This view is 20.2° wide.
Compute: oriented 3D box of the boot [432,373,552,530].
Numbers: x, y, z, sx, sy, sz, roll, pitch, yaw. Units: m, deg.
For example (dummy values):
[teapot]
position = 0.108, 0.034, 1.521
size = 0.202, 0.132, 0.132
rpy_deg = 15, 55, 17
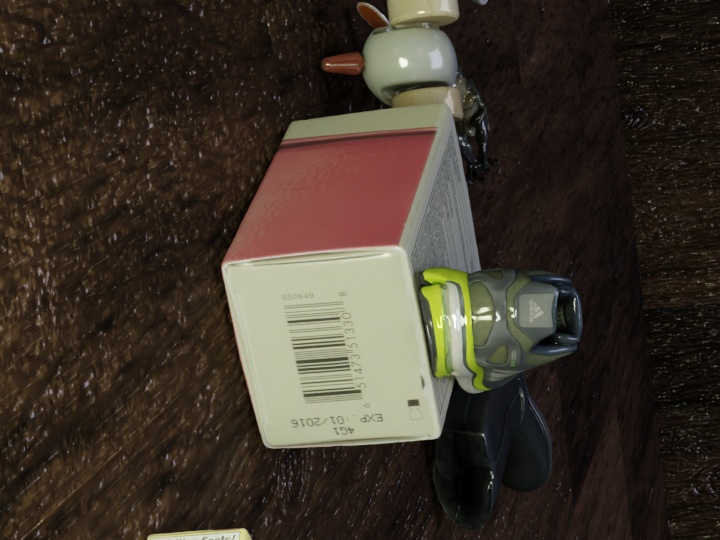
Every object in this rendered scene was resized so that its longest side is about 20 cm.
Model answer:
[boot]
position = 0.112, 0.157, 1.696
size = 0.200, 0.066, 0.165
rpy_deg = -72, 144, -65

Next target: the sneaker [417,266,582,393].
[sneaker]
position = 0.091, 0.034, 1.172
size = 0.200, 0.081, 0.074
rpy_deg = 4, 82, -76

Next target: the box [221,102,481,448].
[box]
position = 0.000, 0.000, 1.215
size = 0.200, 0.109, 0.128
rpy_deg = -70, 152, -61

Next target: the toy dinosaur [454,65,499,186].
[toy dinosaur]
position = 0.098, -0.124, 1.801
size = 0.200, 0.047, 0.088
rpy_deg = 47, 33, -73

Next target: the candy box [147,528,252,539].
[candy box]
position = -0.073, 0.234, 0.939
size = 0.116, 0.055, 0.200
rpy_deg = 70, 19, -45

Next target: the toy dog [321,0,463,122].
[toy dog]
position = 0.020, -0.137, 1.449
size = 0.200, 0.096, 0.132
rpy_deg = 90, -2, -67

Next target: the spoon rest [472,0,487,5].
[spoon rest]
position = 0.109, -0.346, 1.895
size = 0.099, 0.061, 0.200
rpy_deg = 43, 42, -69
